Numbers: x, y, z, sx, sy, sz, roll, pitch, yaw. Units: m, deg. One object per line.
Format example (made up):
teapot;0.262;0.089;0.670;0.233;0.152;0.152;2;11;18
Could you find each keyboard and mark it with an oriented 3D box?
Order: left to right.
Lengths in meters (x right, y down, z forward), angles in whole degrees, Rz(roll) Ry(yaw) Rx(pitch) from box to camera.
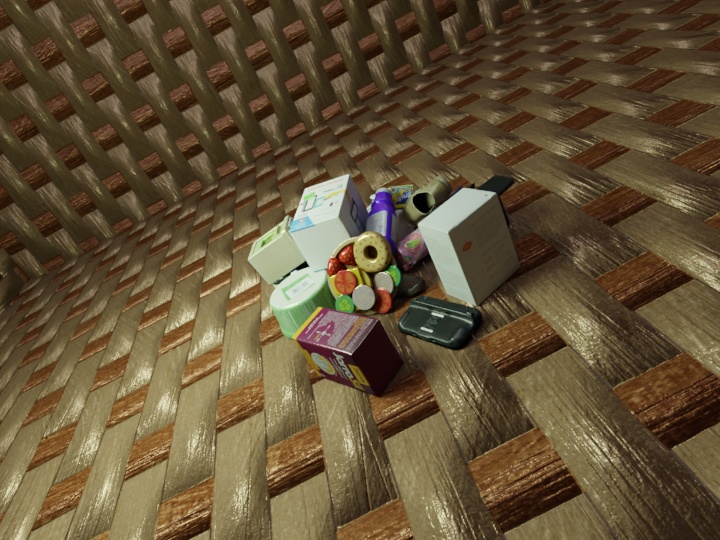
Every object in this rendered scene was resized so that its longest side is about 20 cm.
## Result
keyboard;0.343;-0.221;1.519;0.199;0.021;0.127;-38;35;-18

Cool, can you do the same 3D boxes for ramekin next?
ramekin;-0.145;0.078;1.385;0.198;0.098;0.201;-22;29;12

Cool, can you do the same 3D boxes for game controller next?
game controller;0.167;0.110;1.128;0.199;0.042;0.105;12;62;51

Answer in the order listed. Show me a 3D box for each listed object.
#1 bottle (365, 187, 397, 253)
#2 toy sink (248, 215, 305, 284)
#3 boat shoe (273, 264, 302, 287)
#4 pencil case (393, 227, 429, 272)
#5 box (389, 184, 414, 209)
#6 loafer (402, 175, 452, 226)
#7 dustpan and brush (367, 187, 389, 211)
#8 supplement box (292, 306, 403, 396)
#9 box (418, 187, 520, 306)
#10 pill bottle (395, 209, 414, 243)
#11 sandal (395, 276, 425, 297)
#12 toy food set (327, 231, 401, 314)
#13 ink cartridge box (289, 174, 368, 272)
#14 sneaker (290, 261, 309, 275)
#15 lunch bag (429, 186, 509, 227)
bottle;0.056;-0.128;1.369;0.083;0.065;0.202;-20;49;33
toy sink;-0.218;-0.077;1.521;0.199;0.112;0.131;-33;23;13
boat shoe;-0.200;-0.022;1.633;0.198;0.067;0.075;-27;28;3
pencil case;0.171;-0.079;1.376;0.199;0.088;0.087;-36;29;-13
box;0.125;-0.204;1.529;0.069;0.065;0.200;-4;0;5
loafer;0.156;-0.173;1.336;0.067;0.076;0.200;-33;-9;-33
dustpan and brush;0.087;-0.243;1.740;0.199;0.058;0.140;7;44;47
supplement box;-0.029;0.168;1.103;0.199;0.132;0.103;5;44;47
box;0.243;-0.054;1.144;0.152;0.201;0.106;-37;29;-18
pill bottle;0.047;-0.108;1.499;0.198;0.117;0.116;-5;36;38
sandal;0.066;0.038;1.307;0.198;0.055;0.082;-8;34;33
toy food set;0.005;0.016;1.272;0.198;0.200;0.049;-19;0;23
ink cartridge box;-0.077;-0.128;1.387;0.145;0.147;0.201;-14;37;20
sneaker;-0.119;-0.020;1.536;0.200;0.089;0.075;-42;29;-26
lunch bag;0.253;-0.107;1.289;0.200;0.137;0.132;-40;30;-18
